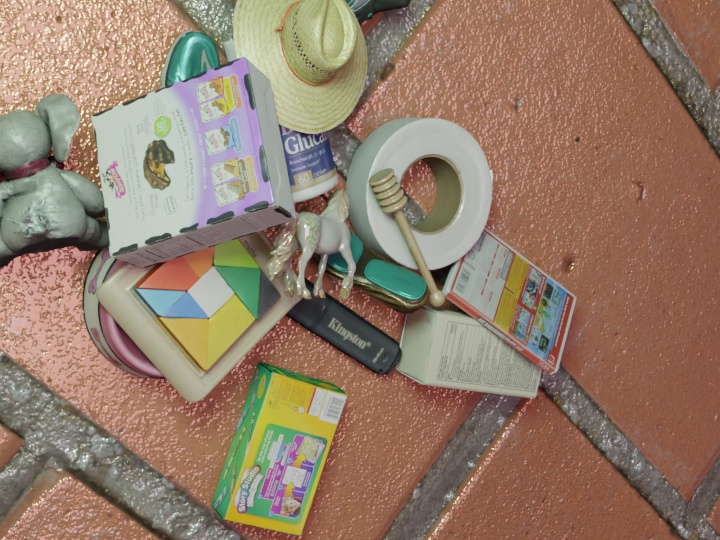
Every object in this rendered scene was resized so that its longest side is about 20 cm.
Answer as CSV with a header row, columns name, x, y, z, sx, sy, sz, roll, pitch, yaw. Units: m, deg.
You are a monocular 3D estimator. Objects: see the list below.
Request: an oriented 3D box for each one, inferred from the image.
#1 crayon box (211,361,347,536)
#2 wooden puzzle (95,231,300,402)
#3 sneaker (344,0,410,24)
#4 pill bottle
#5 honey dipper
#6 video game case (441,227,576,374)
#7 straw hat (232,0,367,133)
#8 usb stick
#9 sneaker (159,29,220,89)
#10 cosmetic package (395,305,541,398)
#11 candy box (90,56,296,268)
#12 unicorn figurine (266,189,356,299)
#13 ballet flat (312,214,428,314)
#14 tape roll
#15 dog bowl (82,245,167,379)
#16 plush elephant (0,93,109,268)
name,x,y,z,sx,sy,sz,roll,pitch,yaw
crayon box,-0.107,0.237,1.280,0.117,0.058,0.204,20,89,-27
wooden puzzle,-0.181,0.028,1.142,0.200,0.037,0.186,-43,114,-15
sneaker,-0.029,-0.335,1.234,0.196,0.075,0.081,-5,110,-17
pill bottle,-0.102,-0.189,1.187,0.110,0.111,0.204,-22,107,-22
honey dipper,0.067,-0.038,1.264,0.038,0.038,0.202,-35,115,-17
video game case,0.214,0.036,1.368,0.199,0.017,0.144,36,50,-11
straw hat,-0.047,-0.267,1.111,0.198,0.085,0.206,7,77,-32
usb stick,-0.026,0.077,1.311,0.199,0.032,0.056,35,81,-27
sneaker,-0.201,-0.184,1.157,0.076,0.079,0.204,7,94,-27
cosmetic package,0.160,0.114,1.380,0.197,0.087,0.106,12,93,-29
candy box,-0.184,-0.114,1.057,0.196,0.071,0.171,-16,75,15
unicorn figurine,-0.048,-0.036,1.180,0.072,0.200,0.141,2,89,15
ballet flat,0.000,0.000,1.279,0.197,0.073,0.068,28,61,9
tape roll,0.081,-0.105,1.316,0.199,0.071,0.207,-4,99,-26
dog bowl,-0.234,0.040,1.178,0.196,0.074,0.205,-4,100,-25
plush elephant,-0.363,-0.100,1.052,0.162,0.200,0.158,-13,85,-17
